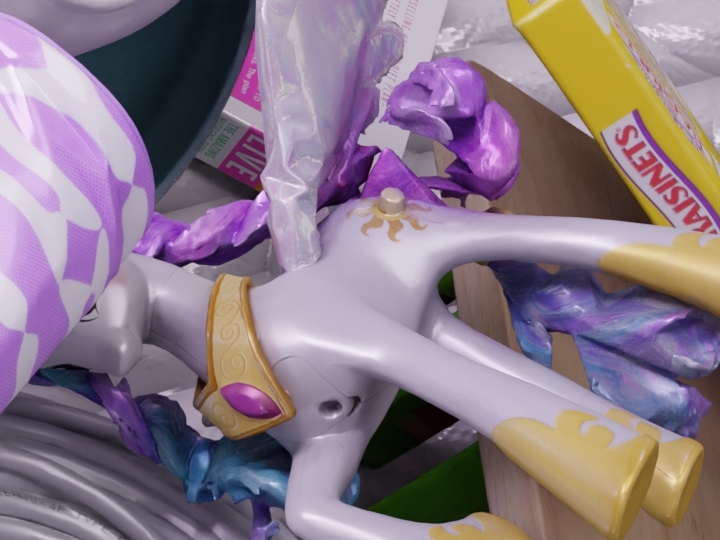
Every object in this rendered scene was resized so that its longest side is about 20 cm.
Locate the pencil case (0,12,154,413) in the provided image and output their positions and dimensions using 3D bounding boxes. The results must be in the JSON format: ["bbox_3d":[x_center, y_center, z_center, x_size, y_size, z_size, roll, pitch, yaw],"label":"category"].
[{"bbox_3d":[-0.124,0.020,0.630,0.200,0.084,0.086,-54,138,-36],"label":"pencil case"}]

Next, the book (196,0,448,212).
[{"bbox_3d":[-0.069,-0.108,0.975,0.200,0.048,0.134,29,45,-14],"label":"book"}]

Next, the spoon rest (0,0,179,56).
[{"bbox_3d":[-0.108,-0.067,0.747,0.061,0.200,0.099,30,-15,50],"label":"spoon rest"}]

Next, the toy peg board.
[{"bbox_3d":[0.075,0.072,0.918,0.199,0.098,0.200,30,40,-39],"label":"toy peg board"}]

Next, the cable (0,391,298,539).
[{"bbox_3d":[-0.085,0.103,0.721,0.200,0.069,0.200,40,25,25],"label":"cable"}]

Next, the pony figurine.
[{"bbox_3d":[0.000,0.000,0.761,0.200,0.167,0.193,19,35,16],"label":"pony figurine"}]

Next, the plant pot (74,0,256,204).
[{"bbox_3d":[-0.143,-0.102,0.819,0.200,0.201,0.134,13,22,-31],"label":"plant pot"}]

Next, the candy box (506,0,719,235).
[{"bbox_3d":[0.106,-0.015,0.877,0.200,0.026,0.102,54,13,-17],"label":"candy box"}]
